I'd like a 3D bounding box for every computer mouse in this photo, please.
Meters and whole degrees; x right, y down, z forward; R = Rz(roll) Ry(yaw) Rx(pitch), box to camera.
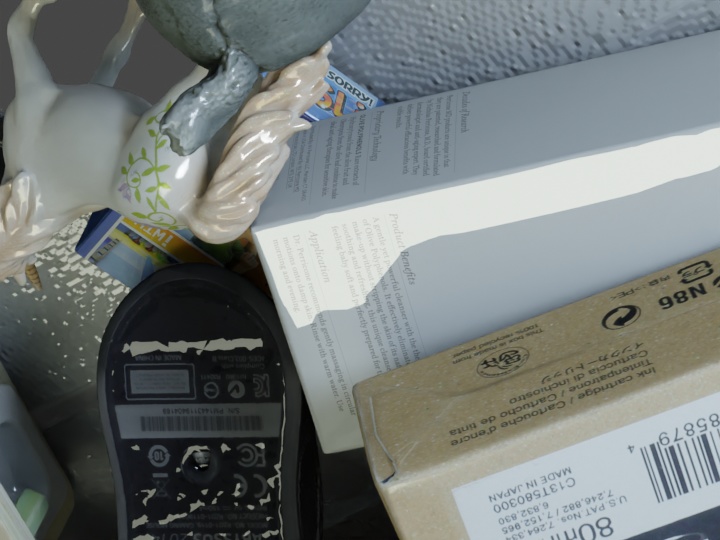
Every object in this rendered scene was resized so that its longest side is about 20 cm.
[{"bbox_3d":[-0.065,0.093,1.085,0.138,0.053,0.201,4,99,13],"label":"computer mouse"}]

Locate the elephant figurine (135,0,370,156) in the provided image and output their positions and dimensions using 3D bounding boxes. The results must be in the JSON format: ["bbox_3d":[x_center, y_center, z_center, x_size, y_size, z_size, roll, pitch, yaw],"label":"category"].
[{"bbox_3d":[-0.045,-0.175,0.864,0.141,0.155,0.200,-24,140,-7],"label":"elephant figurine"}]

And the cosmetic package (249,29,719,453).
[{"bbox_3d":[0.069,-0.011,0.983,0.199,0.085,0.108,-12,118,8],"label":"cosmetic package"}]

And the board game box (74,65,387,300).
[{"bbox_3d":[0.000,0.000,1.081,0.200,0.035,0.135,35,131,-14],"label":"board game box"}]

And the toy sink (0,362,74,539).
[{"bbox_3d":[-0.210,0.098,1.180,0.199,0.112,0.131,-7,127,28],"label":"toy sink"}]

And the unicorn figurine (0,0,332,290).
[{"bbox_3d":[-0.096,-0.054,1.002,0.074,0.138,0.200,16,179,-32],"label":"unicorn figurine"}]

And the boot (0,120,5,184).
[{"bbox_3d":[-0.226,0.024,1.087,0.198,0.163,0.074,-16,122,27],"label":"boot"}]

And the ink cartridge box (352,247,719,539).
[{"bbox_3d":[0.117,0.087,0.938,0.199,0.075,0.165,-21,119,3],"label":"ink cartridge box"}]
